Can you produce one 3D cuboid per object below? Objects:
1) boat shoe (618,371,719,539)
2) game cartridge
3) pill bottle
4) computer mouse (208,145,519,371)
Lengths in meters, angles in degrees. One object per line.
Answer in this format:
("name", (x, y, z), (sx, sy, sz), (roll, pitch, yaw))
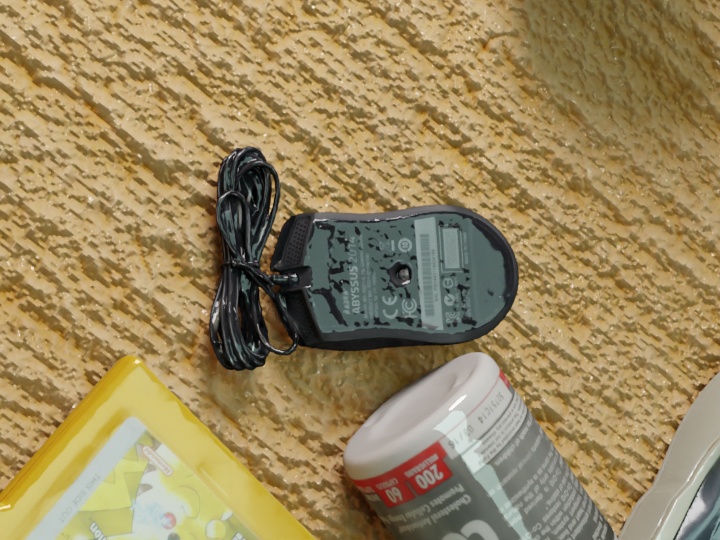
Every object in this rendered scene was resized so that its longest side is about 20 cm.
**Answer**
("boat shoe", (0.243, 0.137, 1.297), (0.062, 0.075, 0.201), (40, 67, -14))
("game cartridge", (-0.137, 0.181, 1.114), (0.176, 0.032, 0.200), (46, 63, -14))
("pill bottle", (0.088, 0.162, 1.188), (0.114, 0.114, 0.201), (-40, 100, -27))
("computer mouse", (0.000, 0.000, 1.210), (0.198, 0.053, 0.140), (4, 78, -16))
